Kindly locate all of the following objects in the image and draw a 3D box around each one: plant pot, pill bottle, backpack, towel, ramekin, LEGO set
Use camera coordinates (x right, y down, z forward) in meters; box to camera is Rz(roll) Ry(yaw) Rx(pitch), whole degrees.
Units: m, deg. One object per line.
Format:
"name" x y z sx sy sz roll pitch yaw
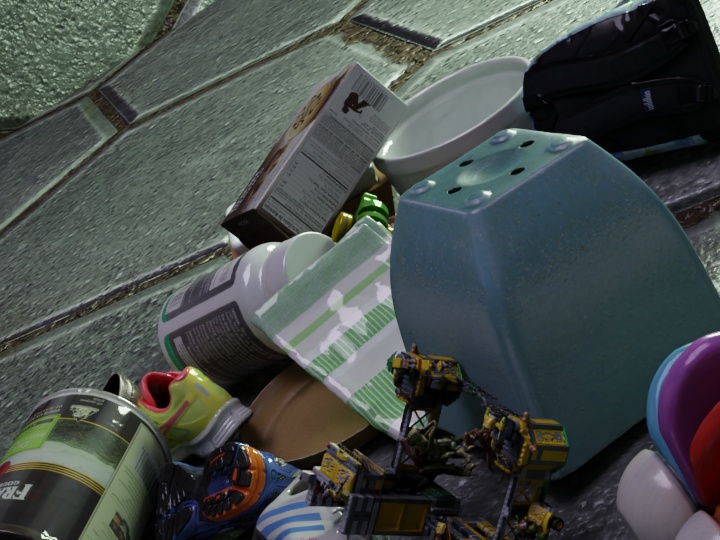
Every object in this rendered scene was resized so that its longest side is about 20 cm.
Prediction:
"plant pot" -0.019 0.117 1.358 0.199 0.028 0.200 -27 22 12
"pill bottle" -0.101 0.040 1.465 0.200 0.113 0.113 -25 20 43
"backpack" 0.259 -0.180 1.472 0.199 0.164 0.154 -20 3 23
"plant pot" 0.135 0.005 1.143 0.196 0.201 0.196 -33 23 -19
"towel" 0.024 0.052 1.298 0.152 0.023 0.200 -41 62 -20
"ramekin" 0.118 -0.133 1.602 0.199 0.105 0.200 -27 22 12
"LEGO set" 0.041 0.137 1.042 0.200 0.115 0.155 41 118 52

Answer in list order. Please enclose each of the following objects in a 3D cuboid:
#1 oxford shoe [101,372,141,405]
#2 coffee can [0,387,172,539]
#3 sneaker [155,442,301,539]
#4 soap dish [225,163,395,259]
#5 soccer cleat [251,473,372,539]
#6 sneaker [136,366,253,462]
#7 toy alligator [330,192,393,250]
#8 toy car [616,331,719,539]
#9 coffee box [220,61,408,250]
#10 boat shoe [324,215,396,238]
"oxford shoe" -0.279 0.184 1.484 0.071 0.073 0.200 -14 28 34
"coffee can" -0.262 0.219 1.296 0.146 0.147 0.200 -21 24 23
"sneaker" -0.116 0.198 1.267 0.200 0.078 0.076 -22 58 54
"soap dish" -0.056 -0.064 1.709 0.199 0.081 0.157 -30 22 3
"soccer cleat" -0.020 0.199 1.114 0.087 0.070 0.200 -55 26 -10
"sneaker" -0.180 0.134 1.417 0.200 0.090 0.078 -27 20 52
"toy alligator" 0.000 0.000 1.381 0.054 0.059 0.201 122 163 -55
"toy car" 0.238 0.108 0.885 0.175 0.150 0.200 -32 22 0
"coffee box" -0.049 -0.109 1.569 0.200 0.080 0.113 -57 16 -18
"boat shoe" 0.024 -0.018 1.507 0.199 0.070 0.071 -16 66 42
